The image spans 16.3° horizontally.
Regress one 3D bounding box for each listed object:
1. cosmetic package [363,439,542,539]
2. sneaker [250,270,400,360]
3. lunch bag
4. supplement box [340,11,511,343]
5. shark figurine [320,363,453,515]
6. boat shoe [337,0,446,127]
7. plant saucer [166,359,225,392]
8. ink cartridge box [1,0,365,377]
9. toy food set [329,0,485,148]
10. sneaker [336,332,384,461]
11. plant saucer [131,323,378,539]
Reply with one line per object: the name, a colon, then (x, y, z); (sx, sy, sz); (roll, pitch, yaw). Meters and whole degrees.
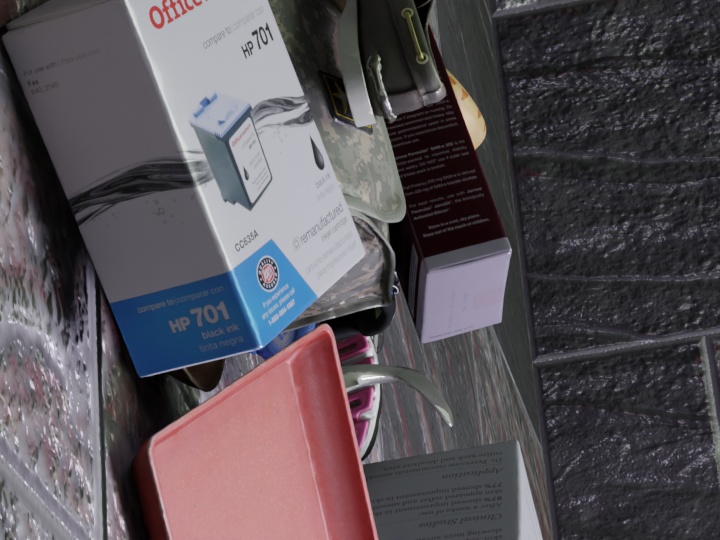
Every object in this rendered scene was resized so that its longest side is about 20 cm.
cosmetic package: (0.052, 0.256, 1.840); (0.200, 0.167, 0.167); (-83, 161, -59)
sneaker: (0.000, 0.000, 1.720); (0.200, 0.089, 0.079); (-46, 160, -23)
lunch bag: (-0.042, -0.074, 1.579); (0.200, 0.117, 0.164); (88, -14, -69)
supplement box: (0.039, -0.067, 1.652); (0.109, 0.061, 0.200); (92, -19, -64)
shark figurine: (-0.048, 0.109, 1.593); (0.128, 0.215, 0.089); (48, -22, -16)
boat shoe: (0.020, -0.171, 1.554); (0.072, 0.060, 0.202); (70, 14, -47)
plant saucer: (-0.121, -0.025, 1.478); (0.200, 0.037, 0.201); (-10, 90, -80)
ink cartridge box: (-0.092, -0.065, 1.355); (0.146, 0.086, 0.201); (-43, 117, -58)
toy food set: (0.014, -0.177, 1.857); (0.198, 0.049, 0.200); (58, -3, -24)
sneaker: (-0.015, 0.066, 1.911); (0.087, 0.074, 0.200); (53, 24, -59)
plant saucer: (-0.061, 0.156, 1.472); (0.200, 0.037, 0.201); (-32, 114, -54)
